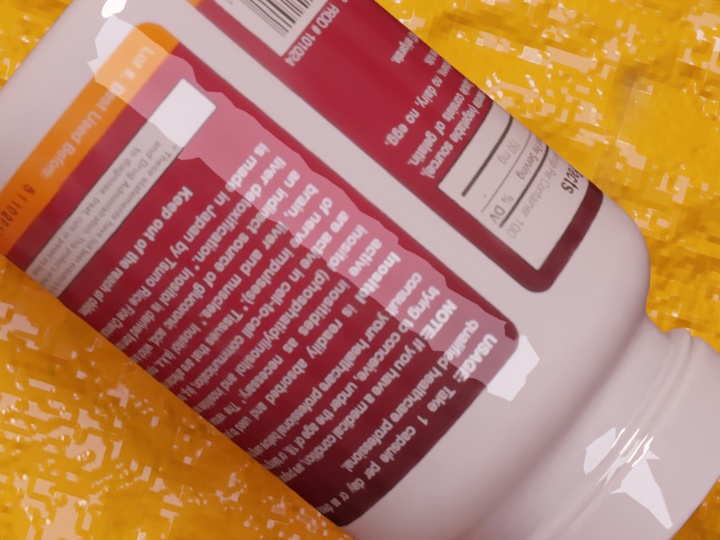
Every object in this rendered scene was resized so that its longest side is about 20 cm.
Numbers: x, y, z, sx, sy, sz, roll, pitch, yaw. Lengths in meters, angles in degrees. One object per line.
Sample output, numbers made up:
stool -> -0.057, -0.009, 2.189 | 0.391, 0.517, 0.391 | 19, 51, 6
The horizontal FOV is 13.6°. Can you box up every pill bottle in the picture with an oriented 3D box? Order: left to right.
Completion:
pill bottle -> 0.000, 0.000, 0.782 | 0.200, 0.113, 0.113 | 40, 82, -4
